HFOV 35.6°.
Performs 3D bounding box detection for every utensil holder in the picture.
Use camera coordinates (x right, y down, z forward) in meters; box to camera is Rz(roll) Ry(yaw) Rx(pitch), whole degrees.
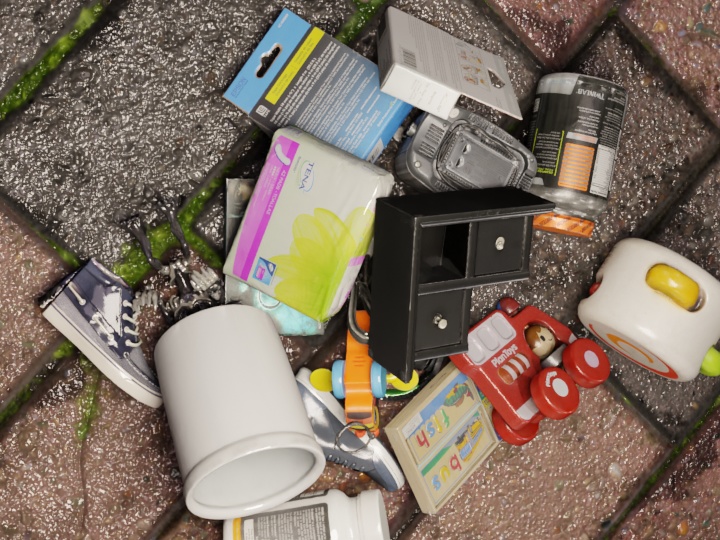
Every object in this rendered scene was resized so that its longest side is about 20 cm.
[{"bbox_3d":[-0.149,0.167,1.340,0.168,0.171,0.201,-13,57,-13],"label":"utensil holder"}]

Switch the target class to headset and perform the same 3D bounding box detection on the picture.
[{"bbox_3d":[0.069,0.086,1.465,0.123,0.094,0.200,41,95,-13],"label":"headset"}]

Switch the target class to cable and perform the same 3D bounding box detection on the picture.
[{"bbox_3d":[0.000,0.000,1.420,0.096,0.051,0.201,15,45,-5],"label":"cable"}]

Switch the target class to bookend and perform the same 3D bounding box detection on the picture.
[{"bbox_3d":[0.118,0.012,1.337,0.197,0.092,0.202,-6,110,-28],"label":"bookend"}]

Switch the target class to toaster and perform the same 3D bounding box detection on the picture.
[{"bbox_3d":[0.136,-0.134,1.450,0.199,0.129,0.114,27,88,-13],"label":"toaster"}]

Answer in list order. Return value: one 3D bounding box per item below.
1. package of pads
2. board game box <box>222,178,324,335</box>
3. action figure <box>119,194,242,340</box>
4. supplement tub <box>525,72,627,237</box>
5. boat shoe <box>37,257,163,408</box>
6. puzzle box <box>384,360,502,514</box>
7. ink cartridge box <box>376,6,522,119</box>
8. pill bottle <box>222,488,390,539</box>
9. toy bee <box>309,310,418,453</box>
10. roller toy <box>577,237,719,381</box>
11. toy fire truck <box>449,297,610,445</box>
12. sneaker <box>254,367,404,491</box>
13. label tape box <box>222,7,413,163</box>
[{"bbox_3d":[-0.061,-0.055,1.358,0.153,0.068,0.202,26,105,14],"label":"package of pads"},{"bbox_3d":[-0.111,-0.017,1.449,0.134,0.028,0.202,0,93,-14],"label":"board game box"},{"bbox_3d":[-0.225,0.017,1.380,0.118,0.102,0.201,-25,95,7],"label":"action figure"},{"bbox_3d":[0.278,-0.152,1.488,0.121,0.122,0.202,11,91,-14],"label":"supplement tub"},{"bbox_3d":[-0.296,0.074,1.383,0.200,0.075,0.093,44,91,-12],"label":"boat shoe"},{"bbox_3d":[0.121,0.204,1.464,0.200,0.025,0.134,-40,114,-38],"label":"puzzle box"},{"bbox_3d":[0.107,-0.248,1.406,0.172,0.201,0.044,22,120,-14],"label":"ink cartridge box"},{"bbox_3d":[-0.066,0.339,1.411,0.198,0.116,0.118,-10,96,5],"label":"pill bottle"},{"bbox_3d":[-0.005,0.156,1.401,0.130,0.109,0.201,16,57,22],"label":"toy bee"},{"bbox_3d":[0.395,0.046,1.496,0.200,0.182,0.140,37,83,-38],"label":"roller toy"},{"bbox_3d":[0.221,0.119,1.485,0.168,0.112,0.200,52,47,6],"label":"toy fire truck"},{"bbox_3d":[-0.052,0.248,1.446,0.202,0.077,0.146,44,72,-3],"label":"sneaker"},{"bbox_3d":[-0.051,-0.216,1.424,0.199,0.063,0.145,35,85,11],"label":"label tape box"}]
